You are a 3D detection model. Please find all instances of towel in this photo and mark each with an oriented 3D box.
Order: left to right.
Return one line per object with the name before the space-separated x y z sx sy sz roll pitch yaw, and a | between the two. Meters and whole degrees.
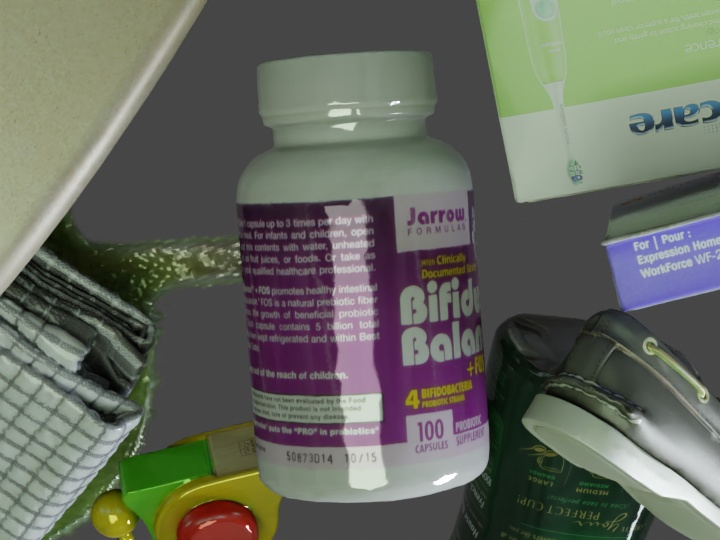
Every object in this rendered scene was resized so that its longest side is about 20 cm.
towel | -0.210 0.040 0.805 0.200 0.086 0.166 34 130 -6

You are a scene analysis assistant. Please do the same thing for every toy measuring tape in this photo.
toy measuring tape | -0.041 0.113 0.854 0.200 0.074 0.074 -13 110 -5

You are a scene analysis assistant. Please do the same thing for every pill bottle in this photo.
pill bottle | 0.000 0.000 0.763 0.112 0.112 0.200 -4 95 7

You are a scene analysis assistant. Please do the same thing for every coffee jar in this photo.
coffee jar | 0.096 0.127 0.826 0.104 0.085 0.200 9 112 -14

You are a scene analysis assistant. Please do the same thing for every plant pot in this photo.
plant pot | -0.156 -0.136 0.706 0.177 0.200 0.200 -44 101 6

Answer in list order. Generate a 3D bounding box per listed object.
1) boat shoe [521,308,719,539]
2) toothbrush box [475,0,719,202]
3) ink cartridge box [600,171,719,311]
boat shoe | 0.149 0.083 0.727 0.202 0.072 0.060 36 78 -42
toothbrush box | 0.122 -0.146 0.720 0.146 0.086 0.200 -10 109 10
ink cartridge box | 0.203 -0.029 0.696 0.198 0.200 0.043 -15 93 12
